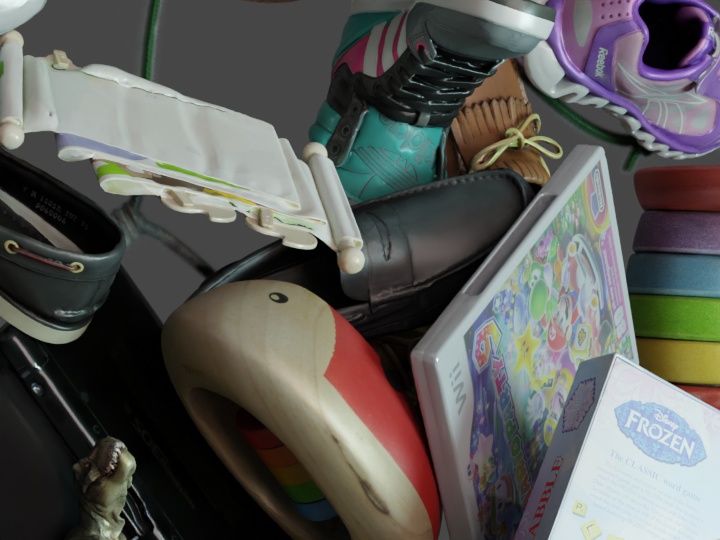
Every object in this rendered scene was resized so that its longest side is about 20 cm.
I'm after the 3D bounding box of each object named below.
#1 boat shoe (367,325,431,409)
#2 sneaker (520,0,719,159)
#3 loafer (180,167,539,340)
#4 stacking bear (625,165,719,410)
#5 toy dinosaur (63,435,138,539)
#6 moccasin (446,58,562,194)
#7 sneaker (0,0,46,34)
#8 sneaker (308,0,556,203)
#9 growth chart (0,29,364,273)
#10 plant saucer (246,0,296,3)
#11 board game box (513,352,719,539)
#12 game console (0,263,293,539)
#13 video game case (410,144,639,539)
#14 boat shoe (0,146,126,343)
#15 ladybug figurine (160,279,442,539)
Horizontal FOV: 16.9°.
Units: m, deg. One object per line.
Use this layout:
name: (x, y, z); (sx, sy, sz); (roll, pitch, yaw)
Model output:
boat shoe: (0.057, 0.080, 1.308); (0.200, 0.063, 0.073); (30, 100, -21)
sneaker: (0.183, -0.123, 1.415); (0.199, 0.088, 0.081); (17, 66, -45)
loafer: (0.000, 0.000, 1.249); (0.199, 0.070, 0.068); (-25, 62, 0)
stacking bear: (0.207, 0.045, 1.400); (0.121, 0.113, 0.202); (5, 88, -50)
toy dinosaur: (-0.120, 0.179, 1.153); (0.088, 0.047, 0.201); (20, 99, 10)
moccasin: (0.078, -0.046, 1.354); (0.073, 0.078, 0.203); (2, 79, -31)
sneaker: (-0.238, -0.161, 1.182); (0.199, 0.080, 0.071); (12, 72, -31)
sneaker: (0.031, -0.090, 1.275); (0.083, 0.200, 0.122); (16, 87, -20)
growth chart: (-0.092, -0.060, 1.206); (0.199, 0.145, 0.018); (19, 115, -12)
plant saucer: (-0.056, -0.250, 1.340); (0.199, 0.034, 0.202); (7, 76, -30)
board game box: (0.159, 0.173, 1.146); (0.199, 0.041, 0.201); (28, 73, -17)
game console: (-0.146, 0.119, 1.218); (0.201, 0.116, 0.176); (56, 29, -11)
video game case: (0.089, 0.046, 1.241); (0.200, 0.018, 0.144); (-49, 136, -45)
boat shoe: (-0.202, -0.047, 1.161); (0.201, 0.063, 0.074); (35, 33, 2)
ladybug figurine: (-0.020, 0.078, 1.196); (0.072, 0.135, 0.201); (-47, 126, -22)
